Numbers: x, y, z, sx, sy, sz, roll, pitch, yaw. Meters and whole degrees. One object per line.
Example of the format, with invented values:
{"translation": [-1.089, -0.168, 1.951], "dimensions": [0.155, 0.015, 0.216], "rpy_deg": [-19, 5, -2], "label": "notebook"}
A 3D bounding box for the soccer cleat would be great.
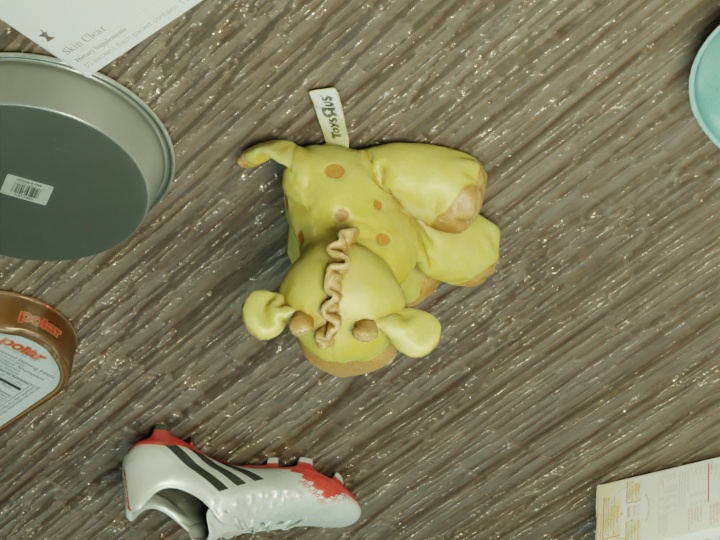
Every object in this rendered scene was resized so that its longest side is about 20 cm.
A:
{"translation": [-0.097, 0.188, 2.096], "dimensions": [0.200, 0.085, 0.069], "rpy_deg": [17, 141, -14], "label": "soccer cleat"}

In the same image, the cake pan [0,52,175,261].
{"translation": [-0.230, -0.072, 1.813], "dimensions": [0.200, 0.037, 0.200], "rpy_deg": [4, 143, 3], "label": "cake pan"}

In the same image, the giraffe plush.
{"translation": [0.000, 0.000, 1.772], "dimensions": [0.172, 0.162, 0.200], "rpy_deg": [-14, 139, 24], "label": "giraffe plush"}

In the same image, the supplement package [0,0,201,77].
{"translation": [-0.124, -0.235, 1.488], "dimensions": [0.111, 0.156, 0.200], "rpy_deg": [33, 135, -31], "label": "supplement package"}

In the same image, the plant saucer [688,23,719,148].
{"translation": [0.310, -0.130, 1.667], "dimensions": [0.200, 0.036, 0.200], "rpy_deg": [3, 143, 2], "label": "plant saucer"}

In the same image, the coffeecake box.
{"translation": [0.311, 0.217, 2.089], "dimensions": [0.200, 0.073, 0.154], "rpy_deg": [-16, 137, 26], "label": "coffeecake box"}

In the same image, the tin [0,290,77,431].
{"translation": [-0.302, 0.080, 2.024], "dimensions": [0.112, 0.042, 0.200], "rpy_deg": [27, 138, -32], "label": "tin"}
